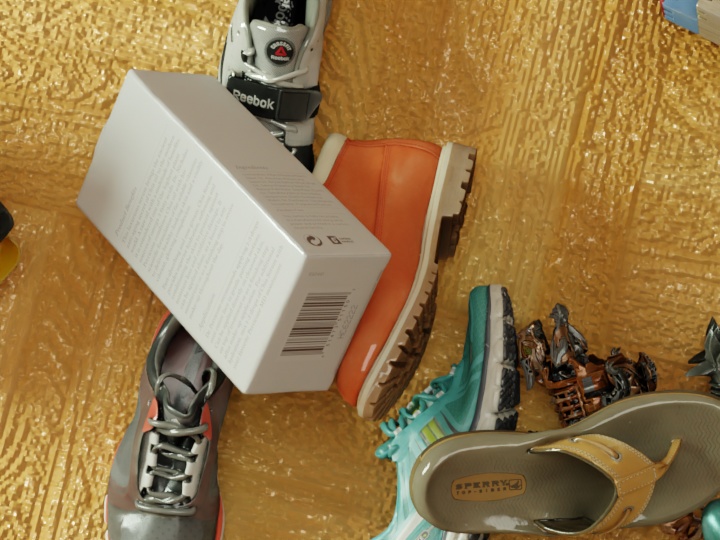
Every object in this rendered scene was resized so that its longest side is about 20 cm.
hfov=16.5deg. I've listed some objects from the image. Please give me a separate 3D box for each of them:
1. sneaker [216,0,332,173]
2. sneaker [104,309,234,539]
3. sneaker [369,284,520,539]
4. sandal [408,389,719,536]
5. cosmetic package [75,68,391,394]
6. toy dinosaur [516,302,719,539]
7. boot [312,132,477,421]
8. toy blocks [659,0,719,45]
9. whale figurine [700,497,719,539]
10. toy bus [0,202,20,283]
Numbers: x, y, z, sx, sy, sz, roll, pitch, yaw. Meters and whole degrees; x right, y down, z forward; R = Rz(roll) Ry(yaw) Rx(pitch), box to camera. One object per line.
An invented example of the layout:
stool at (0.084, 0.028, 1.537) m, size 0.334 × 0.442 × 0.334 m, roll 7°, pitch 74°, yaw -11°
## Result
sneaker at (-0.059, -0.119, 1.551) m, size 0.074 × 0.089 × 0.201 m, roll 5°, pitch 81°, yaw 0°
sneaker at (-0.118, 0.107, 1.512) m, size 0.077 × 0.082 × 0.201 m, roll 6°, pitch 80°, yaw 2°
sneaker at (0.050, 0.101, 1.518) m, size 0.079 × 0.078 × 0.201 m, roll 14°, pitch 80°, yaw 13°
sandal at (0.129, 0.122, 1.448) m, size 0.199 × 0.054 × 0.081 m, roll -8°, pitch 104°, yaw -2°
cosmetic package at (-0.079, -0.025, 1.480) m, size 0.200 × 0.071 × 0.102 m, roll 46°, pitch 122°, yaw 36°
toy dinosaur at (0.184, 0.099, 1.519) m, size 0.136 × 0.102 × 0.200 m, roll -39°, pitch 110°, yaw 8°
boot at (0.000, 0.000, 1.517) m, size 0.107 × 0.075 × 0.201 m, roll 14°, pitch 55°, yaw 3°
toy blocks at (0.255, -0.217, 1.569) m, size 0.136 × 0.100 × 0.200 m, roll 28°, pitch 81°, yaw 17°
whale figurine at (0.228, 0.239, 1.460) m, size 0.158 × 0.104 × 0.201 m, roll 10°, pitch 94°, yaw 2°
toy bus at (-0.329, -0.062, 1.521) m, size 0.136 × 0.200 × 0.192 m, roll -43°, pitch 46°, yaw -7°
